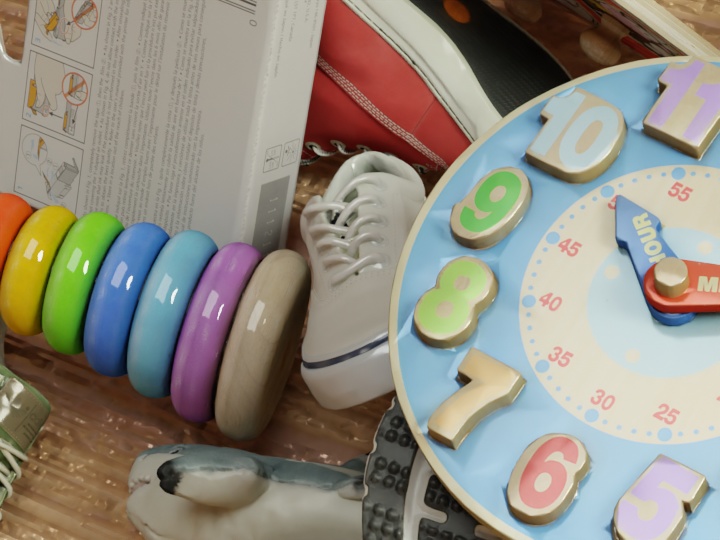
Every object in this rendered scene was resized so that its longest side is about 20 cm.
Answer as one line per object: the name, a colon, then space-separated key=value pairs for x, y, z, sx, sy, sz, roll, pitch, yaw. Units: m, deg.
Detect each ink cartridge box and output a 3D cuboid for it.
ink cartridge box: x=-0.101 y=-0.109 z=1.024 sx=0.175 sy=0.201 sz=0.045 roll=24 pitch=27 yaw=29

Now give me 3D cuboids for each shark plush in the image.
shark plush: x=-0.003 y=0.089 z=0.924 sx=0.198 sy=0.091 sz=0.083 roll=-14 pitch=20 yaw=10

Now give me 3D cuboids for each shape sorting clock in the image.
shape sorting clock: x=0.106 y=0.010 z=0.756 sx=0.198 sy=0.039 sz=0.201 roll=-6 pitch=57 yaw=9

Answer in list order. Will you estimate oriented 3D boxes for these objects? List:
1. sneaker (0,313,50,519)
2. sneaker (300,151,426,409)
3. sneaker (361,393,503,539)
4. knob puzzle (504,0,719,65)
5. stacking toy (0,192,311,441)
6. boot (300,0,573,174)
sneaker: x=-0.179 y=0.076 z=0.975 sx=0.089 sy=0.067 sz=0.201 roll=-21 pitch=47 yaw=5
sneaker: x=0.000 y=0.000 z=0.923 sx=0.073 sy=0.071 sz=0.200 roll=-25 pitch=13 yaw=5
sneaker: x=0.063 y=0.042 z=0.819 sx=0.073 sy=0.080 sz=0.201 roll=25 pitch=66 yaw=14
knob puzzle: x=0.088 y=-0.122 z=0.991 sx=0.219 sy=0.219 sz=0.031 roll=38 pitch=95 yaw=35
stacking toy: x=-0.126 y=0.007 z=0.973 sx=0.198 sy=0.086 sz=0.086 roll=17 pitch=57 yaw=6
boot: x=0.016 y=-0.062 z=1.038 sx=0.200 sy=0.144 sz=0.072 roll=44 pitch=37 yaw=3
